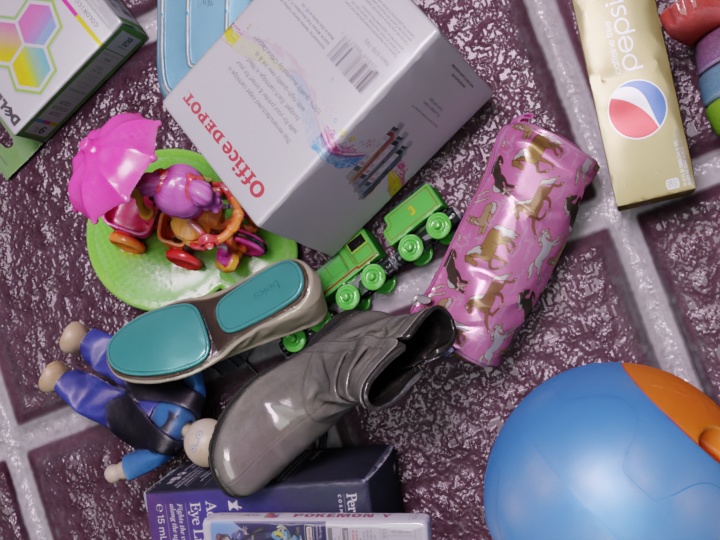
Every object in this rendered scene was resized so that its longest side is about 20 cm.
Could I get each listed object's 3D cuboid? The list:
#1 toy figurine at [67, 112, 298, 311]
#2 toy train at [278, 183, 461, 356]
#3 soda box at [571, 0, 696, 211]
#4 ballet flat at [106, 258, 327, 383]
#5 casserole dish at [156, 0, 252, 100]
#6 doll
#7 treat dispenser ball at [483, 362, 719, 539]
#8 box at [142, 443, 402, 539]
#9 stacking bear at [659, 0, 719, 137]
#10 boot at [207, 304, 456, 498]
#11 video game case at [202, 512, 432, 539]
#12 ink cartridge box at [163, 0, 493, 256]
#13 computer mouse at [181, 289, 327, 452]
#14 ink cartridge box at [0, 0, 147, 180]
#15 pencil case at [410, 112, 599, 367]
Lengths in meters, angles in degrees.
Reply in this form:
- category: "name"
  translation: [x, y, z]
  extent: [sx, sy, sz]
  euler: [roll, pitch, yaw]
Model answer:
- category: "toy figurine"
  translation: [-0.156, -0.052, 0.857]
  extent: [0.197, 0.184, 0.152]
  euler: [17, 78, 8]
- category: "toy train"
  translation: [0.000, 0.000, 0.907]
  extent: [0.199, 0.042, 0.057]
  euler: [-38, 71, 12]
- category: "soda box"
  translation: [0.213, -0.154, 0.835]
  extent: [0.063, 0.068, 0.204]
  euler: [-13, 87, 15]
- category: "ballet flat"
  translation: [-0.117, 0.051, 0.891]
  extent: [0.197, 0.069, 0.071]
  euler: [-20, 85, 13]
- category: "casserole dish"
  translation: [-0.130, -0.227, 0.941]
  extent: [0.119, 0.039, 0.204]
  euler: [2, 90, 14]
- category: "doll"
  translation: [-0.193, 0.121, 0.926]
  extent: [0.198, 0.048, 0.138]
  euler: [22, 80, 27]
- category: "treat dispenser ball"
  translation: [0.189, 0.170, 0.773]
  extent: [0.197, 0.201, 0.205]
  euler: [0, 90, 14]
- category: "box"
  translation: [-0.064, 0.235, 0.883]
  extent: [0.197, 0.104, 0.151]
  euler: [-8, 94, 15]
- category: "stacking bear"
  translation: [0.316, -0.113, 0.783]
  extent: [0.120, 0.113, 0.203]
  euler: [-19, 83, 23]
- category: "boot"
  translation: [-0.023, 0.093, 0.800]
  extent: [0.200, 0.130, 0.068]
  euler: [-45, 107, -25]
- category: "video game case"
  translation: [-0.027, 0.287, 0.815]
  extent: [0.179, 0.023, 0.204]
  euler: [-3, 98, 14]
- category: "ink cartridge box"
  translation: [-0.024, -0.138, 0.847]
  extent: [0.200, 0.144, 0.146]
  euler: [-44, 67, 11]
- category: "computer mouse"
  translation: [-0.102, 0.090, 0.936]
  extent: [0.200, 0.034, 0.059]
  euler: [44, 99, 10]
- category: "ink cartridge box"
  translation: [-0.304, -0.192, 0.975]
  extent: [0.200, 0.059, 0.104]
  euler: [-42, 80, 11]
- category: "pencil case"
  translation: [0.116, -0.022, 0.855]
  extent: [0.082, 0.086, 0.202]
  euler: [33, 99, 42]
